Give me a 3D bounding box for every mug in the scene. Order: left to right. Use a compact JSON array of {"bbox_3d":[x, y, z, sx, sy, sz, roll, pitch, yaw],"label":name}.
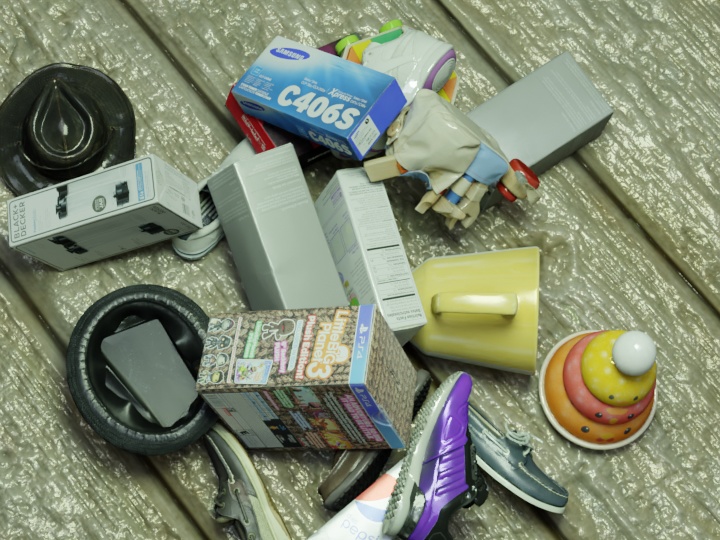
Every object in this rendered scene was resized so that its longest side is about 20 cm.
[{"bbox_3d":[0.132,0.034,1.596,0.151,0.187,0.151,3,54,6],"label":"mug"}]

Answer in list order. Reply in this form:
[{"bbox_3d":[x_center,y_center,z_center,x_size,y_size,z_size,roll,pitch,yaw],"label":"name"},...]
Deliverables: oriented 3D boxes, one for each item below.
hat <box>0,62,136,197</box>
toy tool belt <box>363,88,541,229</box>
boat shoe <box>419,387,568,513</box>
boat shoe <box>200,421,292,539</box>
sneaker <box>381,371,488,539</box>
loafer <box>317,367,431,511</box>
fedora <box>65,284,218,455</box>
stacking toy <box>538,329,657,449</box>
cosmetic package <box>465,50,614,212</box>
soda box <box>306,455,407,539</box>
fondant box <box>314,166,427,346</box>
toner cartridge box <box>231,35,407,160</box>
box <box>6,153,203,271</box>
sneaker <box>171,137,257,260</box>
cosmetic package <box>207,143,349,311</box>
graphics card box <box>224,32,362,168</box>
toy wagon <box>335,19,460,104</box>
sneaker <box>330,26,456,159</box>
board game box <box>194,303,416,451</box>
[{"bbox_3d":[-0.369,-0.180,1.682,0.198,0.081,0.203,1,70,-2],"label":"hat"},{"bbox_3d":[0.105,-0.112,1.593,0.123,0.199,0.125,-45,37,17],"label":"toy tool belt"},{"bbox_3d":[0.164,0.205,1.585,0.199,0.075,0.062,36,95,17],"label":"boat shoe"},{"bbox_3d":[-0.135,0.268,1.545,0.064,0.073,0.201,-27,75,-18],"label":"boat shoe"},{"bbox_3d":[0.101,0.216,1.515,0.099,0.070,0.202,23,73,-3],"label":"sneaker"},{"bbox_3d":[0.005,0.190,1.590,0.071,0.073,0.201,29,66,18],"label":"loafer"},{"bbox_3d":[-0.244,0.121,1.579,0.198,0.092,0.203,1,71,-3],"label":"fedora"},{"bbox_3d":[0.289,0.115,1.558,0.144,0.200,0.148,1,70,-3],"label":"stacking toy"},{"bbox_3d":[0.206,-0.175,1.716,0.199,0.090,0.107,-32,78,-11],"label":"cosmetic package"},{"bbox_3d":[0.030,0.274,1.556,0.199,0.068,0.064,-38,77,-14],"label":"soda box"},{"bbox_3d":[0.000,0.000,1.606,0.058,0.144,0.202,-8,70,-25],"label":"fondant box"},{"bbox_3d":[-0.050,-0.202,1.582,0.199,0.043,0.095,25,69,38],"label":"toner cartridge box"},{"bbox_3d":[-0.298,-0.065,1.592,0.198,0.117,0.061,-16,70,18],"label":"box"},{"bbox_3d":[-0.158,-0.099,1.672,0.073,0.071,0.201,32,70,8],"label":"sneaker"},{"bbox_3d":[-0.097,-0.033,1.587,0.090,0.107,0.202,-23,94,-26],"label":"cosmetic package"},{"bbox_3d":[-0.053,-0.207,1.706,0.199,0.051,0.126,-26,73,-28],"label":"graphics card box"},{"bbox_3d":[0.028,-0.224,1.687,0.199,0.040,0.156,-24,77,-27],"label":"toy wagon"},{"bbox_3d":[0.023,-0.211,1.629,0.099,0.075,0.200,36,69,21],"label":"sneaker"},{"bbox_3d":[-0.057,0.122,1.511,0.198,0.160,0.098,-3,57,19],"label":"board game box"}]
